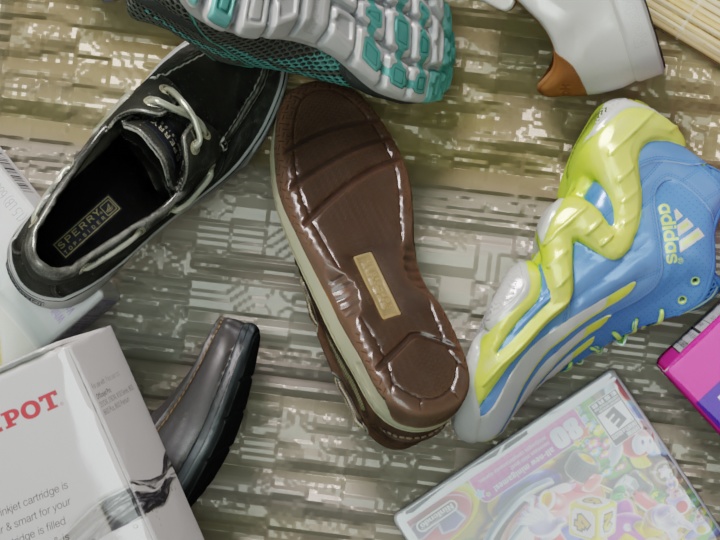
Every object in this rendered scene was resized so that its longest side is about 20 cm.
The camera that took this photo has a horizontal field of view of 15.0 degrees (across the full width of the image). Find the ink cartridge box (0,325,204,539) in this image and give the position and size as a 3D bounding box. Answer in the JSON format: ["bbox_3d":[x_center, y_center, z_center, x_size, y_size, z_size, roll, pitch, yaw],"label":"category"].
[{"bbox_3d":[-0.159,0.147,1.374,0.144,0.084,0.201,-23,92,13],"label":"ink cartridge box"}]

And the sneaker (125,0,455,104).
[{"bbox_3d":[-0.036,-0.134,1.407,0.200,0.091,0.078,20,74,-40],"label":"sneaker"}]

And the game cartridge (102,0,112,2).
[{"bbox_3d":[-0.073,-0.219,1.397,0.199,0.038,0.130,-13,123,25],"label":"game cartridge"}]

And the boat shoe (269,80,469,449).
[{"bbox_3d":[-0.006,0.001,1.430,0.074,0.075,0.203,-8,65,-18],"label":"boat shoe"}]

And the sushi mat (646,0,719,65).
[{"bbox_3d":[0.159,-0.183,1.449,0.200,0.012,0.096,31,91,4],"label":"sushi mat"}]

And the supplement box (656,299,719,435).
[{"bbox_3d":[0.257,0.018,1.397,0.200,0.103,0.101,-44,88,4],"label":"supplement box"}]

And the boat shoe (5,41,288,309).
[{"bbox_3d":[-0.103,-0.060,1.414,0.071,0.064,0.200,41,69,-1],"label":"boat shoe"}]

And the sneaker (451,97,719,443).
[{"bbox_3d":[0.128,0.015,1.419,0.105,0.076,0.201,28,91,3],"label":"sneaker"}]

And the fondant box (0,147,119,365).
[{"bbox_3d":[-0.251,0.022,1.455,0.200,0.058,0.144,-40,88,4],"label":"fondant box"}]

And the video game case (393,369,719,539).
[{"bbox_3d":[0.130,0.174,1.446,0.143,0.018,0.200,-34,88,3],"label":"video game case"}]

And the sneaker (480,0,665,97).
[{"bbox_3d":[0.089,-0.184,1.409,0.084,0.073,0.201,-18,97,9],"label":"sneaker"}]

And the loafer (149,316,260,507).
[{"bbox_3d":[-0.119,0.108,1.439,0.072,0.073,0.200,29,91,7],"label":"loafer"}]
